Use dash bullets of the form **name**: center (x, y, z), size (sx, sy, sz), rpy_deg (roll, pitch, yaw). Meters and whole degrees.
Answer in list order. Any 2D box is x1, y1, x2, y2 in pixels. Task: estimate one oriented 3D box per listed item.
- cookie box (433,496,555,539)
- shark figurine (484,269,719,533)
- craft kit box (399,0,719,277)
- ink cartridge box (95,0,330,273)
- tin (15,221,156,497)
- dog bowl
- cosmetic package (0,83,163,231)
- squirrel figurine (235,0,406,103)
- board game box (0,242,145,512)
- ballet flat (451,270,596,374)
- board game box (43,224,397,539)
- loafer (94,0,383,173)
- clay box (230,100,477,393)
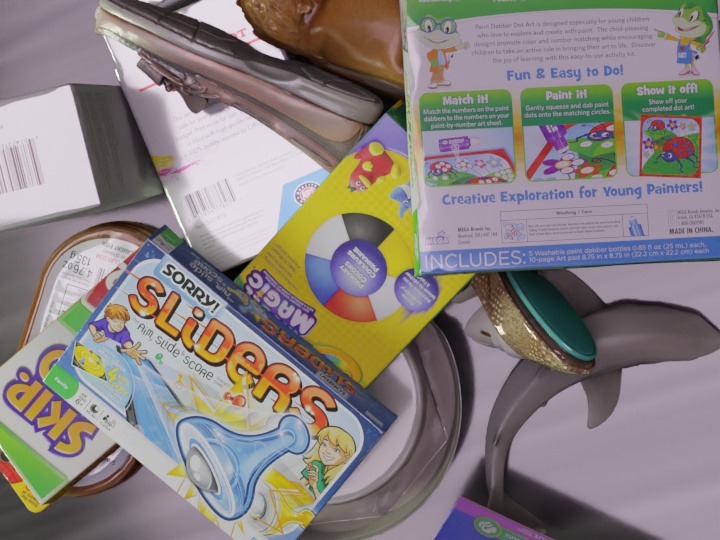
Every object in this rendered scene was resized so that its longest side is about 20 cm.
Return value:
- **cookie box**: center (0.100, 0.274, 1.548), size (0.171, 0.075, 0.200), rpy_deg (25, 125, 5)
- **shark figurine**: center (0.129, 0.084, 1.568), size (0.128, 0.090, 0.214), rpy_deg (42, 96, 4)
- **craft kit box**: center (0.127, -0.099, 1.445), size (0.200, 0.049, 0.198), rpy_deg (-2, 89, -3)
- **ink cartridge box**: center (-0.091, -0.108, 1.592), size (0.115, 0.068, 0.200), rpy_deg (-22, 91, 6)
- **tin**: center (-0.188, 0.063, 1.633), size (0.112, 0.042, 0.200), rpy_deg (19, 96, 10)
- **dog bowl**: center (-0.026, 0.089, 1.602), size (0.200, 0.059, 0.200), rpy_deg (1, 94, 8)
- **cosmetic package**: center (-0.208, -0.074, 1.544), size (0.108, 0.200, 0.085), rpy_deg (-13, 93, 6)
- **squirrel figurine**: center (0.015, -0.221, 1.528), size (0.200, 0.142, 0.187), rpy_deg (21, 88, -12)
- **board game box**: center (-0.184, 0.075, 1.592), size (0.200, 0.030, 0.096), rpy_deg (-40, 80, 17)
- **ballet flat**: center (0.091, 0.011, 1.549), size (0.065, 0.070, 0.200), rpy_deg (-47, 48, 21)
- **board game box**: center (-0.094, 0.084, 1.528), size (0.200, 0.034, 0.135), rpy_deg (39, 113, 2)
- **loafer**: center (-0.087, -0.120, 1.525), size (0.200, 0.072, 0.063), rpy_deg (21, 105, -1)
- **clay box**: center (0.000, 0.000, 1.517), size (0.115, 0.048, 0.200), rpy_deg (43, 112, 1)
